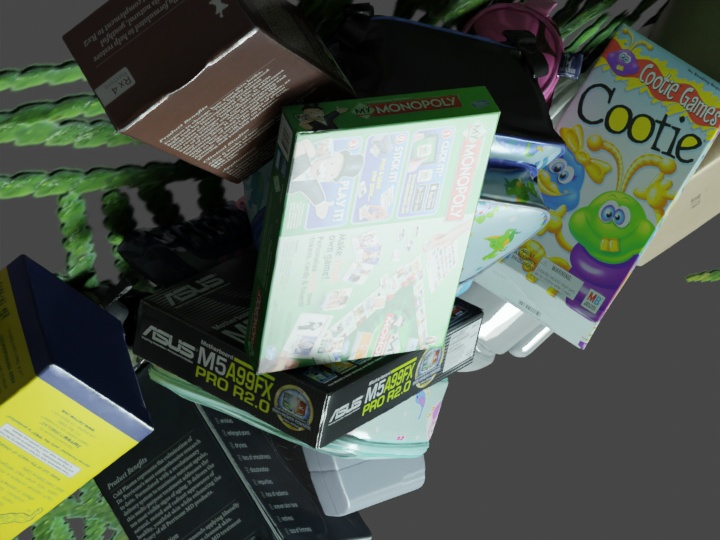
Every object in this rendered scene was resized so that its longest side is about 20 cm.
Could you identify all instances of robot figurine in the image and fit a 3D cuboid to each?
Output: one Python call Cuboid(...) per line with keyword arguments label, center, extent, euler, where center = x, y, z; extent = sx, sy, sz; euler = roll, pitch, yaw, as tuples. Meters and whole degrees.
Cuboid(label="robot figurine", center=(0.103, 0.003, 1.939), extent=(0.200, 0.113, 0.170), euler=(-40, 121, 14))

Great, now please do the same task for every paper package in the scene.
Cuboid(label="paper package", center=(0.286, -0.109, 2.173), extent=(0.190, 0.104, 0.200), euler=(-34, 164, 3))

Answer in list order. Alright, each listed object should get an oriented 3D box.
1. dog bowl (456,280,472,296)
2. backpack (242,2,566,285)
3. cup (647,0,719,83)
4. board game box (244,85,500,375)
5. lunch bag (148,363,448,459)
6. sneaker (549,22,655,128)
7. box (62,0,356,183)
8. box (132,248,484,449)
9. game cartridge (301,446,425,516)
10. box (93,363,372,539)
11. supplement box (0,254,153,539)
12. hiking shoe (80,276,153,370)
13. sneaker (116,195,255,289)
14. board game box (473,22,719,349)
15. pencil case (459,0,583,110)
Cuboid(label="dog bowl", center=(0.000, 0.000, 1.819), extent=(0.050, 0.112, 0.200), euler=(-48, -163, -31))
Cuboid(label="backpack", center=(0.019, -0.064, 1.639), extent=(0.182, 0.148, 0.200), euler=(6, 153, -35))
Cuboid(label="cup", center=(0.321, -0.187, 1.872), extent=(0.200, 0.199, 0.144), euler=(23, 83, -72))
Cuboid(label="board game box", center=(0.004, -0.023, 1.521), extent=(0.134, 0.029, 0.201), euler=(-8, 134, -21))
Cuboid(label="lunch bag", center=(-0.051, 0.079, 1.772), extent=(0.160, 0.199, 0.078), euler=(3, 103, -62))
Cuboid(label="sneaker", center=(0.212, -0.130, 1.958), extent=(0.200, 0.089, 0.075), euler=(-34, 166, -40))
Cuboid(label="box", center=(-0.085, -0.119, 1.432), extent=(0.100, 0.075, 0.200), euler=(-35, 167, 9))
Cuboid(label="box", center=(-0.033, 0.042, 1.667), extent=(0.200, 0.160, 0.044), euler=(-24, 134, -52))
Cuboid(label="game cartridge", center=(-0.006, 0.101, 2.068), extent=(0.040, 0.201, 0.133), euler=(-6, -175, 41))
Cuboid(label="box", center=(-0.118, 0.182, 2.067), extent=(0.124, 0.197, 0.200), euler=(-35, 165, 16))
Cuboid(label="supplement box", center=(-0.256, 0.105, 1.641), extent=(0.200, 0.109, 0.109), euler=(-37, 135, 15))
Cuboid(label="hiking shoe", center=(-0.183, 0.064, 1.797), extent=(0.100, 0.076, 0.200), euler=(-29, 164, -3))
Cuboid(label="sneaker", center=(-0.104, -0.024, 1.733), extent=(0.082, 0.070, 0.200), euler=(-54, 163, 11))
Cuboid(label="board game box", center=(0.177, -0.061, 1.781), extent=(0.201, 0.105, 0.103), euler=(-57, 175, -11))
Cuboid(label="pencil case", center=(0.107, -0.127, 1.794), extent=(0.200, 0.090, 0.094), euler=(99, 14, -73))
